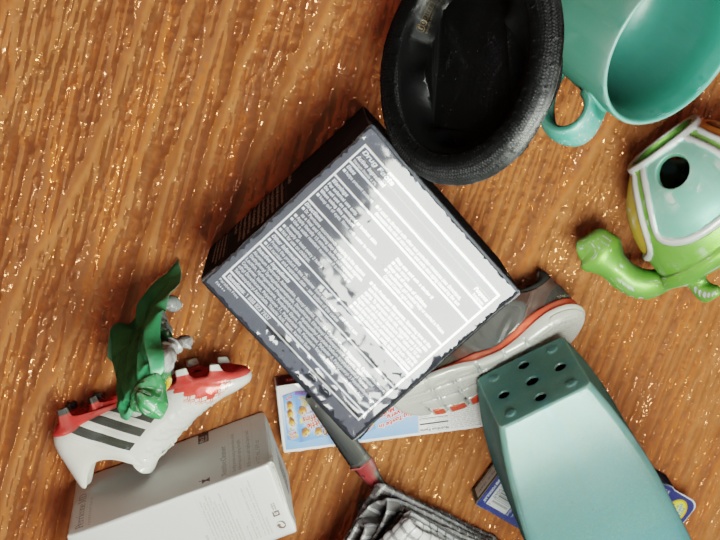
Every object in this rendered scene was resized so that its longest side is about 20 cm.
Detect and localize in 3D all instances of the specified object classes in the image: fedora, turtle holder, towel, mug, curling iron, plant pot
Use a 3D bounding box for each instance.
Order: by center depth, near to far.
[{"bbox_3d":[0.107,-0.163,1.150,0.091,0.200,0.202,12,113,-48],"label":"fedora"},{"bbox_3d":[0.217,-0.210,1.190,0.184,0.115,0.153,-27,138,-18],"label":"mug"},{"bbox_3d":[0.297,-0.056,1.280,0.132,0.141,0.185,51,138,-5],"label":"turtle holder"},{"bbox_3d":[0.192,0.176,1.288,0.140,0.142,0.201,-25,117,2],"label":"plant pot"},{"bbox_3d":[-0.006,0.191,1.357,0.049,0.026,0.201,-25,124,2],"label":"curling iron"},{"bbox_3d":[0.046,0.310,1.381,0.199,0.086,0.166,32,106,-34],"label":"towel"}]

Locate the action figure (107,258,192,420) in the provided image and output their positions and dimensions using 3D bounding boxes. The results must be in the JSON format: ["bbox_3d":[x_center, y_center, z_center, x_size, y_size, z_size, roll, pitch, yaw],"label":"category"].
[{"bbox_3d":[-0.181,0.077,1.221,0.054,0.200,0.119,29,105,-16],"label":"action figure"}]

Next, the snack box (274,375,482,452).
[{"bbox_3d":[0.019,0.126,1.357,0.198,0.024,0.073,-7,111,-4],"label":"snack box"}]

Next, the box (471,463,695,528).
[{"bbox_3d":[0.225,0.227,1.415,0.199,0.032,0.122,32,103,-16],"label":"box"}]

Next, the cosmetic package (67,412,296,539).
[{"bbox_3d":[-0.166,0.220,1.324,0.198,0.113,0.082,-19,111,-2],"label":"cosmetic package"}]

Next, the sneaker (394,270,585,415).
[{"bbox_3d":[0.108,0.065,1.322,0.198,0.082,0.077,-25,147,-8],"label":"sneaker"}]

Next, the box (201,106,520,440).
[{"bbox_3d":[0.000,0.000,1.249,0.198,0.123,0.200,-41,103,8],"label":"box"}]

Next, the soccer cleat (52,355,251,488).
[{"bbox_3d":[-0.188,0.140,1.310,0.198,0.069,0.086,-19,95,5],"label":"soccer cleat"}]
